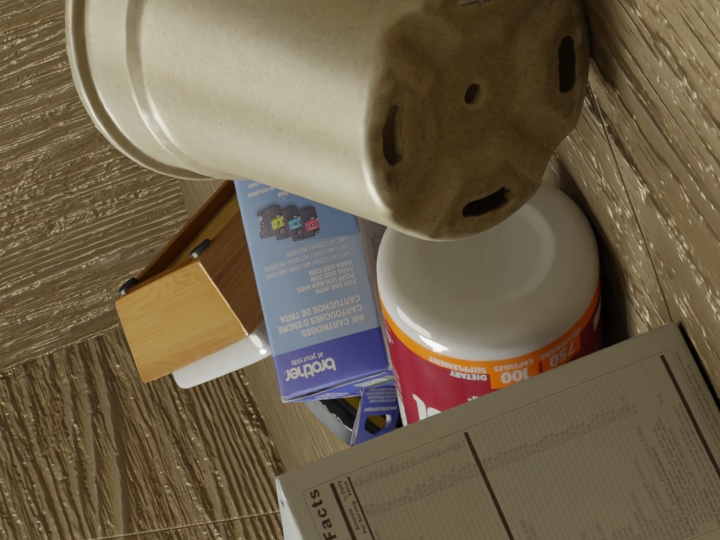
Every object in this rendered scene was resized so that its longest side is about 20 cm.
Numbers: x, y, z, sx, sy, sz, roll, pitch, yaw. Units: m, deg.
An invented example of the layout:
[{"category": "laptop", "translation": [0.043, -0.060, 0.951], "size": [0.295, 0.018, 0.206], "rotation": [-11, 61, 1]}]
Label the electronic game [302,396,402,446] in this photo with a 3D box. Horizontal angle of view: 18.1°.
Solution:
[{"category": "electronic game", "translation": [0.026, 0.092, 1.541], "size": [0.199, 0.042, 0.200], "rotation": [32, -166, -9]}]

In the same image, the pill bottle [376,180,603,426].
[{"category": "pill bottle", "translation": [0.073, 0.049, 1.189], "size": [0.201, 0.112, 0.113], "rotation": [78, 169, -53]}]

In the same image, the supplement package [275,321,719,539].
[{"category": "supplement package", "translation": [0.073, 0.124, 1.044], "size": [0.110, 0.199, 0.114], "rotation": [86, 162, -65]}]

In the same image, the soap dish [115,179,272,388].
[{"category": "soap dish", "translation": [-0.062, -0.021, 1.485], "size": [0.081, 0.200, 0.157], "rotation": [48, 149, -12]}]

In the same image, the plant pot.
[{"category": "plant pot", "translation": [-0.002, -0.107, 1.033], "size": [0.183, 0.200, 0.201], "rotation": [29, 145, 43]}]

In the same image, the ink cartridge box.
[{"category": "ink cartridge box", "translation": [0.000, 0.000, 1.298], "size": [0.136, 0.076, 0.201], "rotation": [3, -109, -64]}]
